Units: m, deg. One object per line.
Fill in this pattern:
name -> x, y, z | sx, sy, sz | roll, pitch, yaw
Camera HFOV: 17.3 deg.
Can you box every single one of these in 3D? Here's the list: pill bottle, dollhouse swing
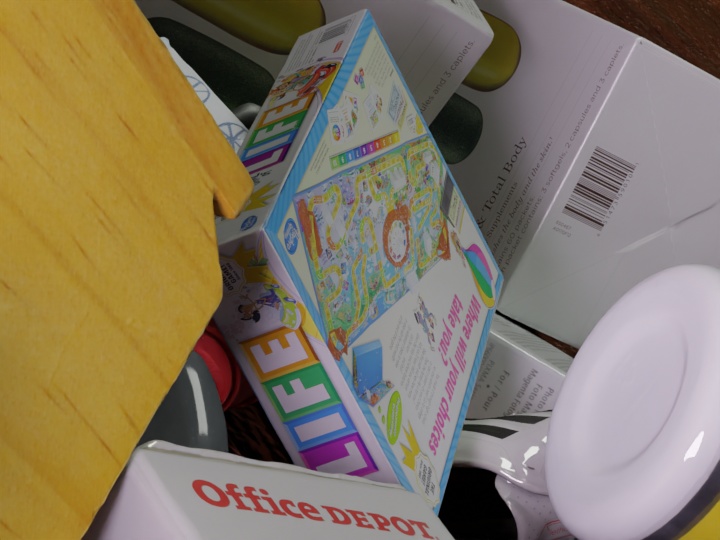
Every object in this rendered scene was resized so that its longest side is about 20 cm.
pill bottle -> 0.176, 0.086, 0.890 | 0.199, 0.112, 0.112 | 28, 20, -23
dollhouse swing -> -0.176, -0.007, 0.701 | 0.182, 0.175, 0.200 | 57, 45, -33

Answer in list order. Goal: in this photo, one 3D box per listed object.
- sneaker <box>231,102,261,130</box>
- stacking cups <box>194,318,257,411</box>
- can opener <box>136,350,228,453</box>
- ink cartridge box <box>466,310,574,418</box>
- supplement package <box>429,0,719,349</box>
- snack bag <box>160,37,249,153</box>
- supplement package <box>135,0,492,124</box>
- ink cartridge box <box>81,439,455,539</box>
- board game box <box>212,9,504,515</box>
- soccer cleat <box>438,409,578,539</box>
sneaker -> -0.088, -0.026, 0.973 | 0.074, 0.085, 0.200 | 40, 24, 8
stacking cups -> -0.032, 0.025, 1.016 | 0.060, 0.061, 0.200 | 39, 20, 5
can opener -> -0.069, 0.012, 0.831 | 0.053, 0.067, 0.201 | 54, 35, -55
ink cartridge box -> 0.114, 0.078, 1.078 | 0.200, 0.057, 0.163 | 35, 4, 11
supplement package -> 0.107, -0.055, 1.253 | 0.150, 0.152, 0.200 | 24, 7, -35
snack bag -> -0.147, -0.058, 0.921 | 0.188, 0.021, 0.200 | -23, 57, -36
supplement package -> -0.074, -0.130, 1.136 | 0.200, 0.152, 0.151 | 27, 21, -29
ink cartridge box -> 0.003, 0.154, 0.710 | 0.144, 0.084, 0.200 | 16, 29, -48
board game box -> 0.000, 0.000, 0.901 | 0.135, 0.034, 0.200 | 62, 22, -20
soccer cleat -> 0.079, 0.085, 0.941 | 0.199, 0.069, 0.085 | -2, 25, -5
